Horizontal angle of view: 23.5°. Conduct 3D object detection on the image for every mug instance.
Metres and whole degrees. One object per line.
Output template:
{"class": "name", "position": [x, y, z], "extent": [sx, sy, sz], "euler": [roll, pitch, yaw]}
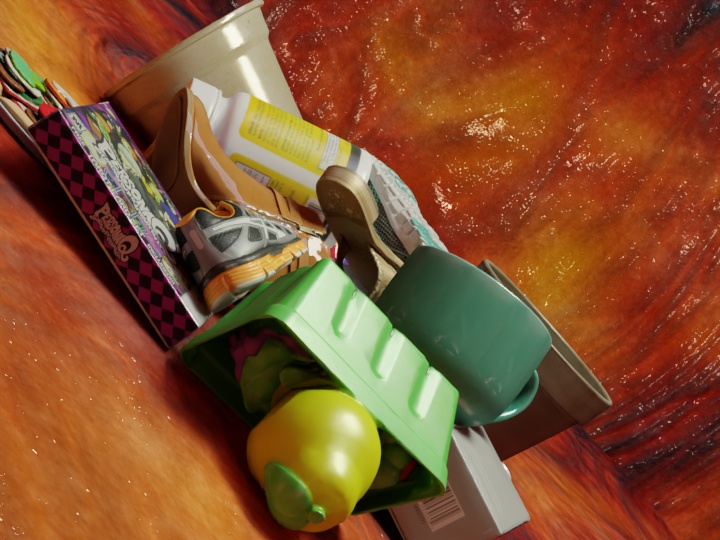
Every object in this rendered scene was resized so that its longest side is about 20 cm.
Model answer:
{"class": "mug", "position": [0.090, 0.078, 1.559], "extent": [0.185, 0.115, 0.152], "euler": [39, -13, -8]}

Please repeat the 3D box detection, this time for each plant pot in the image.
{"class": "plant pot", "position": [-0.144, -0.164, 1.873], "extent": [0.184, 0.200, 0.200], "euler": [58, 6, -7]}
{"class": "plant pot", "position": [0.132, 0.117, 1.807], "extent": [0.200, 0.173, 0.200], "euler": [48, 7, -8]}

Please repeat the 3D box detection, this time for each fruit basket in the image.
{"class": "fruit basket", "position": [-0.035, 0.119, 1.287], "extent": [0.215, 0.155, 0.216], "euler": [14, 67, -36]}

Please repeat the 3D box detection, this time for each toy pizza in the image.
{"class": "toy pizza", "position": [-0.264, -0.130, 1.508], "extent": [0.200, 0.032, 0.200], "euler": [48, 7, -8]}

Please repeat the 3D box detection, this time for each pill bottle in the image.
{"class": "pill bottle", "position": [-0.099, -0.109, 1.749], "extent": [0.199, 0.115, 0.114], "euler": [26, 12, -12]}

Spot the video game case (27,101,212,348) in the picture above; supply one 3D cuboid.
{"class": "video game case", "position": [-0.181, -0.042, 1.397], "extent": [0.200, 0.036, 0.181], "euler": [58, 7, -3]}

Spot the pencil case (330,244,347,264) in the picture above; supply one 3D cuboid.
{"class": "pencil case", "position": [-0.049, -0.002, 1.934], "extent": [0.200, 0.088, 0.088], "euler": [46, 8, -22]}

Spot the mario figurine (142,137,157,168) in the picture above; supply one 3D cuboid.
{"class": "mario figurine", "position": [-0.142, -0.032, 1.657], "extent": [0.200, 0.106, 0.124], "euler": [39, 51, -6]}

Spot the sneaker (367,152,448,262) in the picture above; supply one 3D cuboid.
{"class": "sneaker", "position": [0.018, -0.044, 1.789], "extent": [0.078, 0.091, 0.200], "euler": [40, 15, -39]}

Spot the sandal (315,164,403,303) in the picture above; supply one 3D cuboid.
{"class": "sandal", "position": [-0.005, -0.001, 1.649], "extent": [0.077, 0.070, 0.212], "euler": [12, -37, 35]}

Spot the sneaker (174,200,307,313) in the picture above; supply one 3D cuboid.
{"class": "sneaker", "position": [-0.100, -0.022, 1.427], "extent": [0.077, 0.078, 0.200], "euler": [55, 8, -1]}

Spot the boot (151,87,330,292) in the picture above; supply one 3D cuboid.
{"class": "boot", "position": [-0.107, -0.067, 1.593], "extent": [0.154, 0.074, 0.201], "euler": [8, 62, -31]}

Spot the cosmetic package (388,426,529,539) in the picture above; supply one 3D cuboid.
{"class": "cosmetic package", "position": [0.086, 0.204, 1.573], "extent": [0.107, 0.090, 0.200], "euler": [63, 7, 12]}

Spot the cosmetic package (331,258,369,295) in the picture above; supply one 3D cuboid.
{"class": "cosmetic package", "position": [-0.022, 0.059, 1.705], "extent": [0.101, 0.074, 0.200], "euler": [23, 21, -40]}
